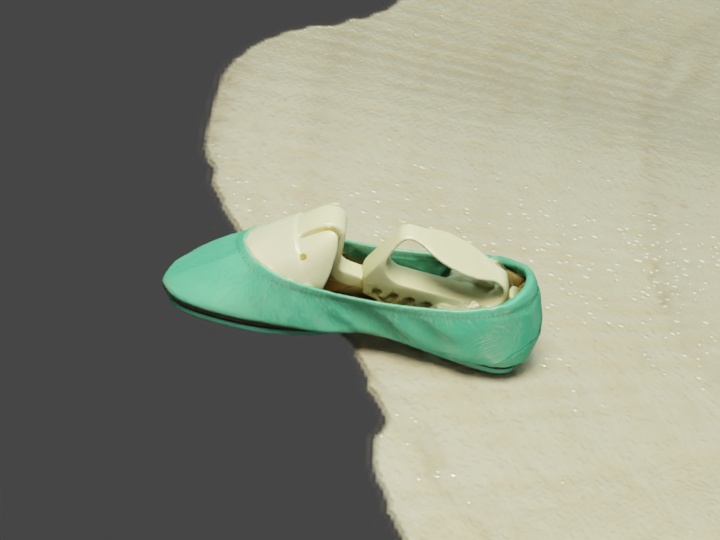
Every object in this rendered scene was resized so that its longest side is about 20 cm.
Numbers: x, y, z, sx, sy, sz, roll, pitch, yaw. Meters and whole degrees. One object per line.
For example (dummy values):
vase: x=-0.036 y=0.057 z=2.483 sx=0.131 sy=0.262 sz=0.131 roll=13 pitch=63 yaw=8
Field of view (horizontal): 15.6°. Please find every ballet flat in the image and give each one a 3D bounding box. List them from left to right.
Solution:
ballet flat: x=0.000 y=0.000 z=1.364 sx=0.200 sy=0.070 sz=0.067 roll=11 pitch=32 yaw=-9
